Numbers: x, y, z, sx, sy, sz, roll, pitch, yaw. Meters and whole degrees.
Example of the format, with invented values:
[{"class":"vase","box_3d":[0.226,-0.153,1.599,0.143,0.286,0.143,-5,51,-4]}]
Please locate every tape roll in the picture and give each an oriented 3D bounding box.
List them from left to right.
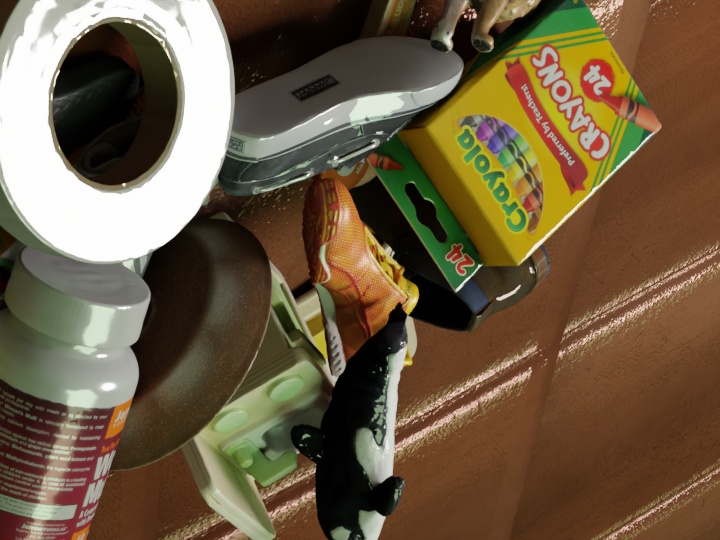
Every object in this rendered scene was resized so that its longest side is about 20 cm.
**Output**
[{"class":"tape roll","box_3d":[-0.162,-0.106,1.240,0.202,0.037,0.205,-11,106,-44]}]

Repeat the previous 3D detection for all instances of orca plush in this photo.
[{"class":"orca plush","box_3d":[-0.012,0.120,1.424,0.070,0.106,0.201,-1,136,-19]}]

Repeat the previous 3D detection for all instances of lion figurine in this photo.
[{"class":"lion figurine","box_3d":[0.063,-0.232,1.387,0.200,0.072,0.123,45,58,-38]}]

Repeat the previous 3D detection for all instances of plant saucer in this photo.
[{"class":"plant saucer","box_3d":[-0.150,0.042,1.396,0.200,0.201,0.037,-46,129,5]}]

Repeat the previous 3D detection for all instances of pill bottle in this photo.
[{"class":"pill bottle","box_3d":[-0.209,0.092,1.309,0.109,0.109,0.202,-1,118,-49]}]

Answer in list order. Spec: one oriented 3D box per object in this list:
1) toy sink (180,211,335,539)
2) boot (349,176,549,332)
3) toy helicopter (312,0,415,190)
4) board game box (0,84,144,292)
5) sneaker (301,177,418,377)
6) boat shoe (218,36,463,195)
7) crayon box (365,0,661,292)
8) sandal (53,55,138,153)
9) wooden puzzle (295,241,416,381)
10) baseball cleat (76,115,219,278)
[{"class":"toy sink","box_3d":[-0.083,0.080,1.486,0.111,0.201,0.130,-30,150,6]},{"class":"boot","box_3d":[0.037,-0.025,1.501,0.097,0.199,0.075,-42,151,-46]},{"class":"toy helicopter","box_3d":[0.019,-0.154,1.462,0.131,0.079,0.202,0,117,-42]},{"class":"board game box","box_3d":[-0.180,-0.052,1.395,0.200,0.030,0.096,-42,150,1]},{"class":"sneaker","box_3d":[0.000,0.000,1.427,0.076,0.074,0.201,-11,143,2]},{"class":"boat shoe","box_3d":[-0.014,-0.103,1.378,0.199,0.072,0.068,-26,140,-31]},{"class":"crayon box","box_3d":[0.113,-0.093,1.438,0.200,0.051,0.127,-43,109,-21]},{"class":"sandal","box_3d":[-0.224,-0.099,1.271,0.200,0.048,0.076,-23,146,-53]},{"class":"wooden puzzle","box_3d":[-0.032,0.076,1.724,0.199,0.037,0.186,-36,149,-14]},{"class":"baseball cleat","box_3d":[-0.176,-0.028,1.352,0.201,0.070,0.106,-56,142,2]}]
